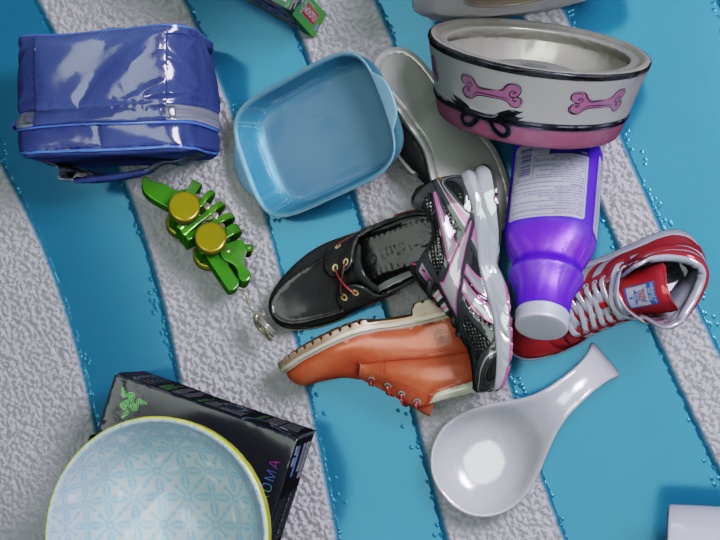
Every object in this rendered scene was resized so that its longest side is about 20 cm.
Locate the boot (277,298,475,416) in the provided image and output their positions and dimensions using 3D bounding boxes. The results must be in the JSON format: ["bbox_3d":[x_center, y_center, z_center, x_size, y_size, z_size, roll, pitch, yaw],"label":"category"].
[{"bbox_3d":[0.024,0.092,1.408,0.198,0.075,0.108,-15,91,7],"label":"boot"}]

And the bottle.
[{"bbox_3d":[0.171,-0.036,1.348,0.083,0.065,0.201,-3,58,20],"label":"bottle"}]

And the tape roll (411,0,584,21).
[{"bbox_3d":[0.138,-0.280,1.336,0.201,0.202,0.071,-9,88,9],"label":"tape roll"}]

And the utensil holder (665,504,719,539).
[{"bbox_3d":[0.361,0.290,1.300,0.198,0.170,0.172,3,89,12],"label":"utensil holder"}]

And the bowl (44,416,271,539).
[{"bbox_3d":[-0.165,0.226,1.319,0.198,0.108,0.202,0,87,9],"label":"bowl"}]

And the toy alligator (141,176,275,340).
[{"bbox_3d":[-0.131,-0.024,1.443,0.054,0.059,0.200,-39,82,-18],"label":"toy alligator"}]

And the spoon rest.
[{"bbox_3d":[0.151,0.145,1.390,0.200,0.061,0.100,-41,82,5],"label":"spoon rest"}]

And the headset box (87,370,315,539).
[{"bbox_3d":[-0.167,0.203,1.423,0.198,0.093,0.175,19,91,10],"label":"headset box"}]

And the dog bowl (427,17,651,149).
[{"bbox_3d":[0.154,-0.166,1.339,0.198,0.200,0.074,11,112,9],"label":"dog bowl"}]

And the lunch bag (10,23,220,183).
[{"bbox_3d":[-0.235,-0.151,1.423,0.198,0.136,0.134,-3,87,10],"label":"lunch bag"}]

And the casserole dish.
[{"bbox_3d":[-0.036,-0.127,1.407,0.199,0.039,0.122,-23,87,37],"label":"casserole dish"}]

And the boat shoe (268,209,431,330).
[{"bbox_3d":[-0.001,-0.003,1.420,0.200,0.063,0.074,-25,87,9],"label":"boat shoe"}]

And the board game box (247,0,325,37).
[{"bbox_3d":[-0.133,-0.290,1.413,0.199,0.135,0.029,30,93,8],"label":"board game box"}]

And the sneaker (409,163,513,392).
[{"bbox_3d":[0.088,0.010,1.351,0.086,0.080,0.202,-7,89,4],"label":"sneaker"}]

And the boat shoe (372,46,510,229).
[{"bbox_3d":[0.070,-0.114,1.412,0.074,0.060,0.201,-35,85,-20],"label":"boat shoe"}]

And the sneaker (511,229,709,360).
[{"bbox_3d":[0.221,0.030,1.352,0.199,0.113,0.072,-29,100,7],"label":"sneaker"}]
